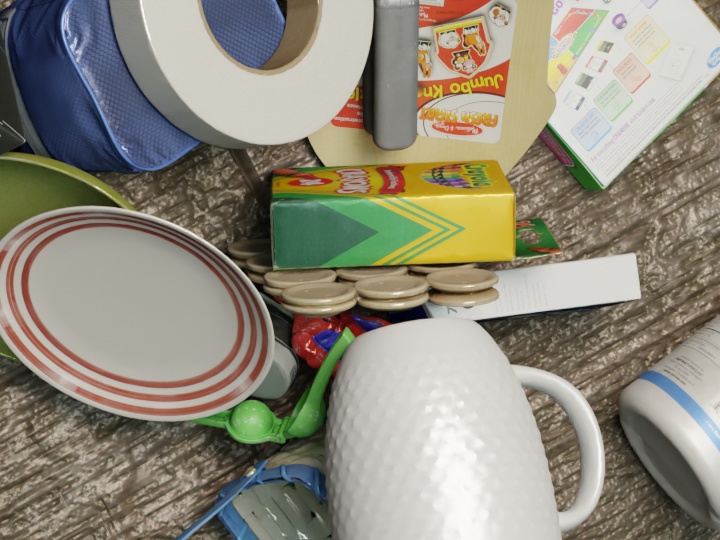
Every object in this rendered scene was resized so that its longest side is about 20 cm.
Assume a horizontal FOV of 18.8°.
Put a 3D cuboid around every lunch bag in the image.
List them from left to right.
[{"bbox_3d":[-0.152,-0.153,1.479,0.200,0.132,0.136,-36,111,-37],"label":"lunch bag"}]

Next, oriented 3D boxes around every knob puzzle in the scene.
[{"bbox_3d":[0.043,-0.132,1.579,0.219,0.030,0.220,0,111,0],"label":"knob puzzle"}]

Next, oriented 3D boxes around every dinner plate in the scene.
[{"bbox_3d":[-0.153,0.026,1.453,0.200,0.200,0.024,28,45,-14],"label":"dinner plate"}]

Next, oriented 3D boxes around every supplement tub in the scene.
[{"bbox_3d":[0.304,0.087,1.621,0.200,0.132,0.132,-36,100,-12],"label":"supplement tub"}]

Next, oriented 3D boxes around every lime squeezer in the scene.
[{"bbox_3d":[-0.071,0.095,1.519,0.071,0.200,0.038,41,45,-39],"label":"lime squeezer"}]

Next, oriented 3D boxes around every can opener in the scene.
[{"bbox_3d":[0.037,-0.184,1.513,0.067,0.053,0.201,-7,116,-14],"label":"can opener"}]

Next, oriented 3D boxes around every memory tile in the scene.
[{"bbox_3d":[0.000,0.000,1.504,0.153,0.200,0.017,-6,104,-16],"label":"memory tile"}]

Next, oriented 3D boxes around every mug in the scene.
[{"bbox_3d":[0.071,0.125,1.431,0.199,0.148,0.176,-3,75,-24],"label":"mug"}]

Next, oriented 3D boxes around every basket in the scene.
[{"bbox_3d":[-0.028,0.209,1.521,0.177,0.139,0.200,53,48,-10],"label":"basket"}]

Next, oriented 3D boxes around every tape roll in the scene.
[{"bbox_3d":[-0.076,-0.182,1.434,0.202,0.037,0.204,3,86,-41],"label":"tape roll"}]

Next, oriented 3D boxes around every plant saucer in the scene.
[{"bbox_3d":[-0.218,-0.011,1.473,0.200,0.200,0.031,30,44,-14],"label":"plant saucer"}]

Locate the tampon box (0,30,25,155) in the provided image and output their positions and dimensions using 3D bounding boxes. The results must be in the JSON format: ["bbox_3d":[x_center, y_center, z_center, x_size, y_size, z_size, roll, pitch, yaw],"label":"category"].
[{"bbox_3d":[-0.340,-0.124,1.383,0.200,0.126,0.150,-23,66,14],"label":"tampon box"}]

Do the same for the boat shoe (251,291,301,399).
[{"bbox_3d":[-0.129,0.017,1.543,0.200,0.071,0.064,32,48,-12],"label":"boat shoe"}]

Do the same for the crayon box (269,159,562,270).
[{"bbox_3d":[0.036,-0.041,1.525,0.199,0.127,0.051,-2,103,-2],"label":"crayon box"}]

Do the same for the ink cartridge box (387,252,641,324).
[{"bbox_3d":[0.094,0.019,1.579,0.199,0.099,0.039,-5,87,-13],"label":"ink cartridge box"}]

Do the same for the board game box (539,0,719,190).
[{"bbox_3d":[0.163,-0.184,1.621,0.153,0.040,0.200,-44,101,-10],"label":"board game box"}]

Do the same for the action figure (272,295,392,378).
[{"bbox_3d":[0.020,0.069,1.528,0.200,0.052,0.065,35,50,5],"label":"action figure"}]
